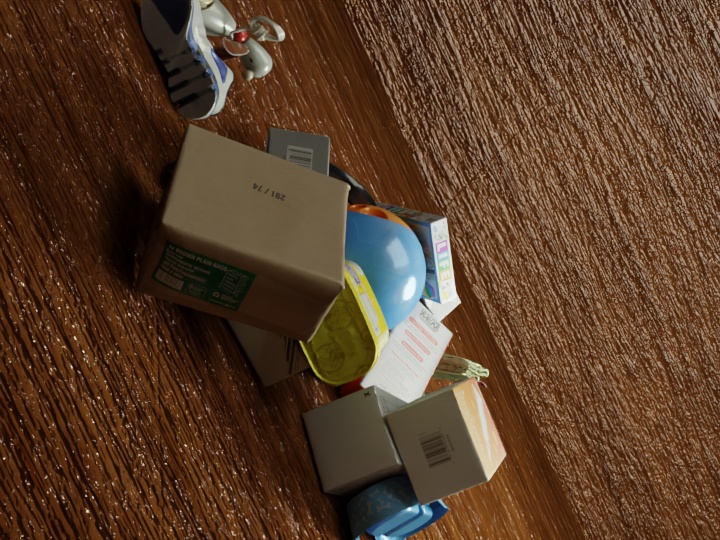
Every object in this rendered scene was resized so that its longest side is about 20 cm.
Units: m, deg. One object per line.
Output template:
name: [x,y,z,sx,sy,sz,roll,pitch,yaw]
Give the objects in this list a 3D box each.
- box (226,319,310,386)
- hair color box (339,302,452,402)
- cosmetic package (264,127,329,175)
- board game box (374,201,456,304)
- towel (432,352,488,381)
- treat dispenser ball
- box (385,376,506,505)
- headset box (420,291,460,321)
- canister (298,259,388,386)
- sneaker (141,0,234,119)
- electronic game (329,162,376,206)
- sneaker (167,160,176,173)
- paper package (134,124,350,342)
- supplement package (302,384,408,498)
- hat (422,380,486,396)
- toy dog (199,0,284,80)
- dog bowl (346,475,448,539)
box: [-0.131,0.034,1.156,0.201,0.068,0.082,62,13,-17]
hair color box: [0.059,0.145,1.477,0.101,0.061,0.200,44,51,-12]
cosmetic package: [-0.095,-0.076,1.216,0.200,0.089,0.107,112,-18,-51]
board game box: [0.072,-0.033,1.534,0.200,0.034,0.135,19,-56,53]
towel: [0.117,0.165,1.656,0.148,0.199,0.037,37,59,-66]
treat dispenser ball: [0.000,0.000,1.437,0.202,0.200,0.201,59,15,-27]
box: [0.120,0.224,1.270,0.125,0.097,0.200,68,13,7]
headset box: [0.070,0.000,1.706,0.199,0.077,0.149,20,-37,51]
canister: [-0.025,0.058,1.205,0.149,0.086,0.200,65,8,1]
sneaker: [-0.237,-0.300,1.318,0.115,0.080,0.201,-7,81,-80]
electronic game: [-0.062,-0.132,1.523,0.042,0.199,0.200,-61,143,-17]
sneaker: [-0.177,-0.109,1.202,0.200,0.078,0.091,-7,76,-77]
paper package: [-0.119,-0.039,1.009,0.199,0.104,0.191,20,37,-15]
supplement package: [0.018,0.242,1.293,0.200,0.109,0.114,40,29,-63]
hat: [0.096,0.192,1.534,0.200,0.175,0.166,-71,138,-71]
toy dog: [-0.221,-0.347,1.385,0.199,0.097,0.132,34,-21,-11]
dog bowl: [0.047,0.325,1.275,0.050,0.111,0.200,62,11,24]
